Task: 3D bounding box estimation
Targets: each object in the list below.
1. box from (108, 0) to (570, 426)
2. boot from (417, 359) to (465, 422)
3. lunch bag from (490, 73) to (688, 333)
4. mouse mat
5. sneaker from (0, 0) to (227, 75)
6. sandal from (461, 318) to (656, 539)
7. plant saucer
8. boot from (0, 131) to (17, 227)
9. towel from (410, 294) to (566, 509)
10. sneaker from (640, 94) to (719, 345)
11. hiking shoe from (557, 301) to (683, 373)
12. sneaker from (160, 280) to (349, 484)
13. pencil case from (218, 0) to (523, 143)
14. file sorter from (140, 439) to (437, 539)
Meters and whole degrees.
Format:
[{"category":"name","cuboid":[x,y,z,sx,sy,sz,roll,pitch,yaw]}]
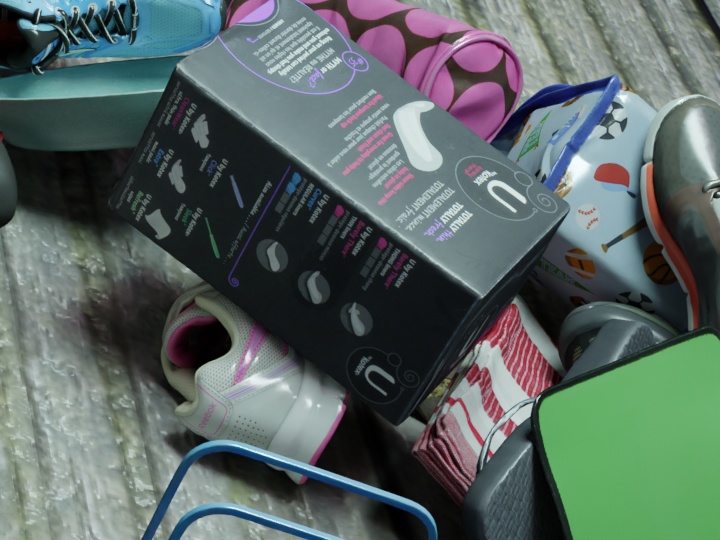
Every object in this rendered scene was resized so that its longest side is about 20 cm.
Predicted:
[{"category":"box","cuboid":[-0.011,-0.035,1.412,0.200,0.106,0.122,37,38,9]},{"category":"boot","cuboid":[0.000,0.000,1.577,0.186,0.064,0.200,18,34,-21]},{"category":"lunch bag","cuboid":[0.154,-0.026,1.620,0.170,0.124,0.200,39,-14,-11]},{"category":"mouse mat","cuboid":[0.165,0.141,1.388,0.161,0.008,0.201,-17,91,-43]},{"category":"sneaker","cuboid":[-0.180,-0.146,1.615,0.199,0.079,0.090,-2,35,-1]},{"category":"sandal","cuboid":[0.100,0.094,1.404,0.043,0.076,0.200,7,28,29]},{"category":"plant saucer","cuboid":[-0.134,-0.098,1.566,0.199,0.036,0.200,-4,10,1]},{"category":"boot","cuboid":[-0.280,-0.092,1.478,0.144,0.072,0.200,-11,55,-50]},{"category":"towel","cuboid":[0.105,0.104,1.484,0.144,0.023,0.200,49,28,-8]},{"category":"sneaker","cuboid":[0.216,-0.010,1.478,0.077,0.082,0.201,-4,74,-26]},{"category":"hiking shoe","cuboid":[0.171,0.104,1.487,0.200,0.076,0.101,54,29,11]},{"category":"sneaker","cuboid":[-0.063,0.027,1.453,0.088,0.081,0.200,19,29,-19]},{"category":"pencil case","cuboid":[0.002,-0.124,1.678,0.200,0.094,0.091,17,-27,41]},{"category":"file sorter","cuboid":[-0.038,0.189,1.165,0.138,0.123,0.200,19,30,-13]}]
